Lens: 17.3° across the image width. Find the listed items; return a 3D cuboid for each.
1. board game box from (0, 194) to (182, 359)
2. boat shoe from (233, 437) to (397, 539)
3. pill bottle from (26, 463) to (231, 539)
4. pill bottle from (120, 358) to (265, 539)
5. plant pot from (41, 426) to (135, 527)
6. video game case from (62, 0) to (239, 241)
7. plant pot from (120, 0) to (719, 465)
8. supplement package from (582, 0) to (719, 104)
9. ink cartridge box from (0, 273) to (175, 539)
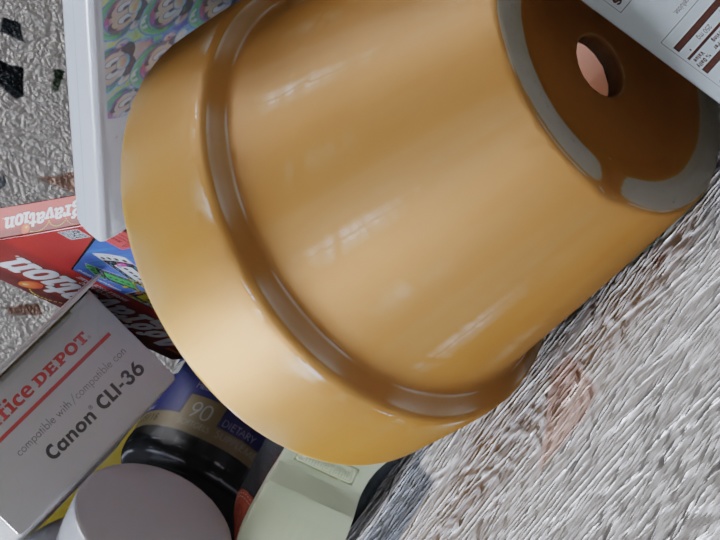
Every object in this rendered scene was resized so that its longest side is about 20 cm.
[{"bbox_3d":[-0.109,0.006,1.186,0.102,0.200,0.020,-7,69,30],"label":"board game box"},{"bbox_3d":[-0.002,0.068,1.140,0.201,0.071,0.063,-60,7,21],"label":"boat shoe"},{"bbox_3d":[-0.136,0.194,1.188,0.201,0.110,0.111,-62,0,35],"label":"pill bottle"},{"bbox_3d":[-0.039,0.056,1.327,0.201,0.111,0.112,-58,6,-26],"label":"pill bottle"},{"bbox_3d":[-0.194,0.183,1.593,0.189,0.201,0.201,-39,-8,-45],"label":"plant pot"},{"bbox_3d":[-0.051,-0.124,1.033,0.182,0.024,0.201,-34,-30,-27],"label":"video game case"},{"bbox_3d":[0.036,-0.045,0.950,0.183,0.200,0.201,-28,22,41],"label":"plant pot"},{"bbox_3d":[0.130,-0.200,0.892,0.147,0.199,0.192,-50,7,36],"label":"supplement package"},{"bbox_3d":[-0.164,0.084,1.196,0.117,0.067,0.200,-47,0,-23],"label":"ink cartridge box"}]
